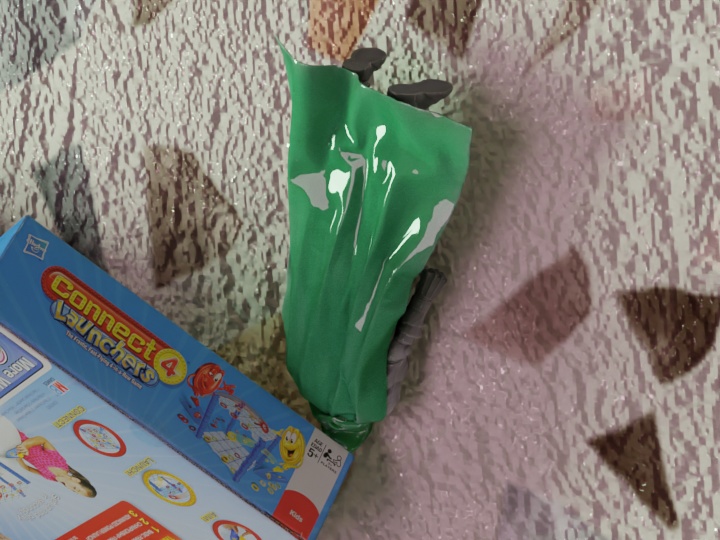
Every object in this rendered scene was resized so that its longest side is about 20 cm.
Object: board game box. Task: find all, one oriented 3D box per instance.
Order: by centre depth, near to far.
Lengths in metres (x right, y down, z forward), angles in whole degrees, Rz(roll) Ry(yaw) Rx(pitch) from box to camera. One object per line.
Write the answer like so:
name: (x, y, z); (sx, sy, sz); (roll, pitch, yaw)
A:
board game box: (-0.136, 0.084, 1.106); (0.196, 0.056, 0.200); (37, 144, -15)

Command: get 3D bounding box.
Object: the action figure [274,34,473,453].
action figure: (0.000, 0.000, 1.047); (0.118, 0.055, 0.200); (32, 126, 37)
